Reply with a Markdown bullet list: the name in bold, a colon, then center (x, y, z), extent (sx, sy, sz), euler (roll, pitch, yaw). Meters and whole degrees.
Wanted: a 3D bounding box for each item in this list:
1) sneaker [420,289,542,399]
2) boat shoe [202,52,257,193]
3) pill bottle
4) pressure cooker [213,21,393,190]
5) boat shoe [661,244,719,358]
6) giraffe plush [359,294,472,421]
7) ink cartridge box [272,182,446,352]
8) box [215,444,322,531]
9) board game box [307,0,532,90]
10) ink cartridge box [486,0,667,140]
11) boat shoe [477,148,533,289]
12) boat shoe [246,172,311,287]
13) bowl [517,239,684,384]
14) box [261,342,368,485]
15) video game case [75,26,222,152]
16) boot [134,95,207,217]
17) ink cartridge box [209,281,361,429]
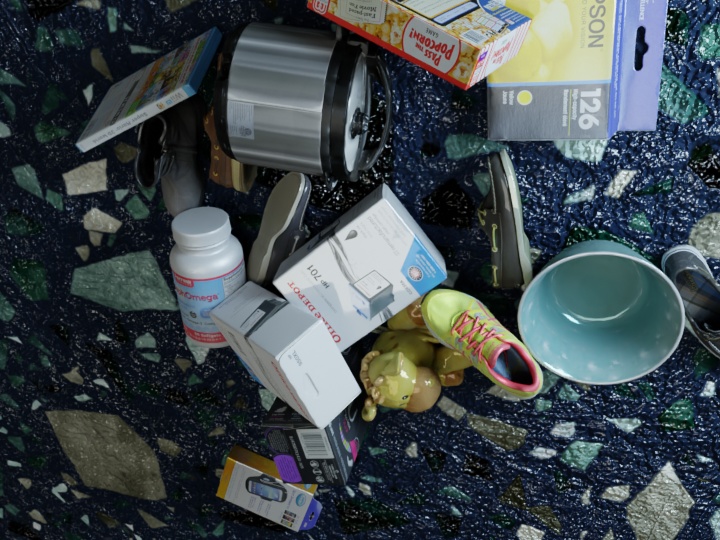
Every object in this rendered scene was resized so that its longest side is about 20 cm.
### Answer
- **sneaker**: center (0.165, 0.092, 0.919), extent (0.200, 0.090, 0.078), euler (38, 90, 7)
- **boat shoe**: center (-0.184, -0.202, 0.955), extent (0.067, 0.072, 0.201), euler (10, 124, 9)
- **pill bottle**: center (-0.228, 0.010, 1.060), extent (0.108, 0.109, 0.201), euler (7, 125, 13)
- **pressure cooker**: center (-0.060, -0.201, 0.849), extent (0.199, 0.180, 0.176), euler (9, 163, 8)
- **boat shoe**: center (0.459, 0.057, 0.909), extent (0.070, 0.066, 0.200), euler (-26, 108, 28)
- **giraffe plush**: center (0.069, 0.136, 1.017), extent (0.199, 0.162, 0.173), euler (1, 120, 16)
- **ink cartridge box**: center (0.000, 0.000, 0.983), extent (0.200, 0.086, 0.147), euler (-37, 104, 14)
- **box**: center (-0.168, 0.420, 1.330), extent (0.199, 0.042, 0.119), euler (22, 123, 1)
- **board game box**: center (0.067, -0.279, 0.757), extent (0.200, 0.151, 0.046), euler (33, 131, 15)
- **ink cartridge box**: center (0.247, -0.250, 0.812), extent (0.199, 0.047, 0.199), euler (3, 118, 19)
- **boat shoe**: center (0.186, -0.061, 0.922), extent (0.060, 0.072, 0.202), euler (-8, 119, 17)
- **boat shoe**: center (-0.109, -0.059, 1.034), extent (0.062, 0.073, 0.200), euler (6, 126, -33)
- **bowl**: center (0.313, 0.040, 0.922), extent (0.200, 0.105, 0.202), euler (8, 121, 13)
- **box**: center (-0.056, 0.217, 1.080), extent (0.106, 0.200, 0.123), euler (-5, 118, 19)
- **video game case**: center (-0.278, -0.239, 0.922), extent (0.199, 0.144, 0.018), euler (-19, 131, 26)
- **boot**: center (-0.275, -0.141, 0.981), extent (0.069, 0.132, 0.201), euler (13, 122, 8)
- **ink cartridge box**: center (-0.108, 0.116, 0.990), extent (0.200, 0.084, 0.145), euler (23, 147, 50)
